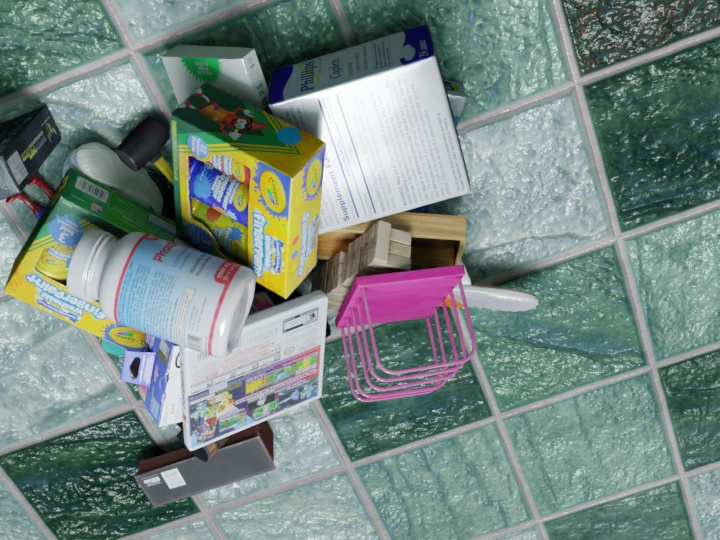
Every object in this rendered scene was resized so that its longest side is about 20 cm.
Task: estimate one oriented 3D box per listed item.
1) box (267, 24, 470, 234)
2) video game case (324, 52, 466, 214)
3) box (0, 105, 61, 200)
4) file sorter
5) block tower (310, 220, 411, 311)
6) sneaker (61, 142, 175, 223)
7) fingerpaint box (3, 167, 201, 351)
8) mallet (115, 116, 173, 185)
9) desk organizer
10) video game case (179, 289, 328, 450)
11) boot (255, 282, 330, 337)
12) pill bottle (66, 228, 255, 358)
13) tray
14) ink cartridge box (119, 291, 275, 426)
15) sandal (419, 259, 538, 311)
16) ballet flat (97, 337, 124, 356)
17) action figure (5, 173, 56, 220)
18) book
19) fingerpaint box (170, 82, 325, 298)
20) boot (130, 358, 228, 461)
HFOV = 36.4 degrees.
[{"bbox_3d":[0.011,-0.165,1.294,0.198,0.105,0.185,-15,123,7],"label":"box"},{"bbox_3d":[0.019,-0.159,1.390,0.179,0.046,0.201,10,123,-11],"label":"video game case"},{"bbox_3d":[-0.450,-0.119,1.280,0.156,0.200,0.051,-19,113,7],"label":"box"},{"bbox_3d":[0.056,0.089,1.418,0.138,0.127,0.200,-7,163,-11],"label":"file sorter"},{"bbox_3d":[0.000,0.000,1.429,0.057,0.055,0.200,14,156,-22],"label":"block tower"},{"bbox_3d":[-0.288,-0.093,1.399,0.199,0.072,0.072,34,144,-26],"label":"sneaker"},{"bbox_3d":[-0.315,-0.005,1.368,0.199,0.074,0.167,29,120,-21],"label":"fingerpaint box"},{"bbox_3d":[-0.229,-0.095,1.378,0.066,0.041,0.201,-41,111,-21],"label":"mallet"},{"bbox_3d":[-0.231,0.277,1.644,0.198,0.077,0.072,-19,124,7],"label":"desk organizer"},{"bbox_3d":[-0.134,0.126,1.386,0.199,0.023,0.183,-20,136,-27],"label":"video game case"},{"bbox_3d":[-0.160,0.077,1.513,0.157,0.080,0.211,-37,120,18],"label":"boot"},{"bbox_3d":[-0.229,0.020,1.262,0.198,0.109,0.109,18,123,4],"label":"pill bottle"},{"bbox_3d":[0.035,-0.044,1.434,0.198,0.037,0.099,4,157,1],"label":"tray"},{"bbox_3d":[-0.202,0.114,1.392,0.199,0.076,0.137,-11,131,-35],"label":"ink cartridge box"},{"bbox_3d":[0.143,0.015,1.509,0.204,0.060,0.079,7,160,2],"label":"sandal"},{"bbox_3d":[-0.278,0.039,1.485,0.072,0.072,0.200,35,117,-25],"label":"ballet flat"},{"bbox_3d":[-0.371,-0.042,1.434,0.065,0.052,0.200,-37,122,14],"label":"action figure"},{"bbox_3d":[-0.150,-0.174,1.322,0.133,0.048,0.201,11,132,38],"label":"book"},{"bbox_3d":[-0.131,-0.088,1.262,0.166,0.073,0.201,28,142,16],"label":"fingerpaint box"},{"bbox_3d":[-0.251,0.169,1.585,0.201,0.097,0.075,56,145,-8],"label":"boot"}]
